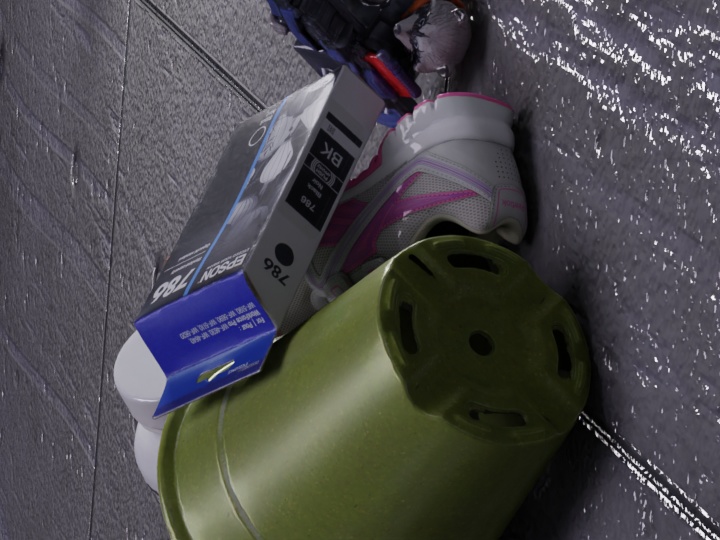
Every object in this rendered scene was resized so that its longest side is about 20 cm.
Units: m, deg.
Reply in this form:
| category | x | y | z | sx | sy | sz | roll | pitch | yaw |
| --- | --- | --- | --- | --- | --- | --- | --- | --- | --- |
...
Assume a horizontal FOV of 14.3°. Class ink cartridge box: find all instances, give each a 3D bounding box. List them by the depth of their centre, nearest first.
| category | x | y | z | sx | sy | sz | roll | pitch | yaw |
| --- | --- | --- | --- | --- | --- | --- | --- | --- | --- |
| ink cartridge box | -0.060 | -0.017 | 1.544 | 0.099 | 0.039 | 0.200 | -25 | 32 | 44 |

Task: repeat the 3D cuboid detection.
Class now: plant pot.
| category | x | y | z | sx | sy | sz | roll | pitch | yaw |
| --- | --- | --- | --- | --- | --- | --- | --- | --- | --- |
| plant pot | 0.022 | 0.079 | 1.487 | 0.190 | 0.200 | 0.200 | -50 | 39 | 47 |

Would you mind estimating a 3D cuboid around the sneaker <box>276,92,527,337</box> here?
| category | x | y | z | sx | sy | sz | roll | pitch | yaw |
| --- | --- | --- | --- | --- | --- | --- | --- | --- | --- |
| sneaker | 0.015 | -0.009 | 1.579 | 0.200 | 0.081 | 0.088 | -43 | 51 | 34 |

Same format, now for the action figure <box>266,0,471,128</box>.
| category | x | y | z | sx | sy | sz | roll | pitch | yaw |
| --- | --- | --- | --- | --- | --- | --- | --- | --- | --- |
| action figure | -0.017 | -0.171 | 1.662 | 0.105 | 0.193 | 0.200 | -55 | -30 | -7 |

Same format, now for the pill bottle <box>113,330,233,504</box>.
| category | x | y | z | sx | sy | sz | roll | pitch | yaw |
| --- | --- | --- | --- | --- | --- | --- | --- | --- | --- |
| pill bottle | -0.064 | 0.115 | 1.663 | 0.200 | 0.111 | 0.111 | 62 | -176 | -35 |

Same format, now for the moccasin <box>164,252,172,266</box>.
| category | x | y | z | sx | sy | sz | roll | pitch | yaw |
| --- | --- | --- | --- | --- | --- | --- | --- | --- | --- |
| moccasin | -0.078 | 0.013 | 1.788 | 0.074 | 0.078 | 0.201 | -64 | 19 | 5 |
